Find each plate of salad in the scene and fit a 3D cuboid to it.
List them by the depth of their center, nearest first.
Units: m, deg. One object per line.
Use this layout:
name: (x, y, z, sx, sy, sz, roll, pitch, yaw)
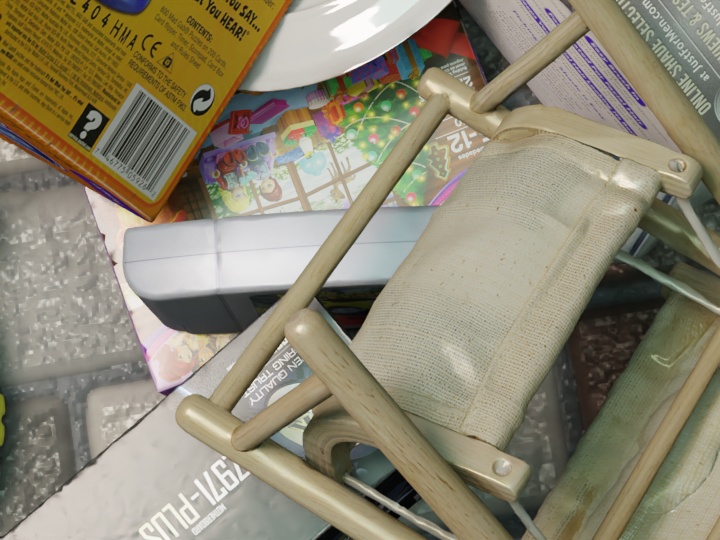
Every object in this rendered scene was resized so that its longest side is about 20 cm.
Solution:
plate of salad: (-0.013, -0.163, 1.070, 0.199, 0.048, 0.201, -16, 52, 21)

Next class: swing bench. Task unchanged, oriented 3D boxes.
swing bench: (0.077, 0.031, 0.848, 0.200, 0.130, 0.199, 40, 61, -7)

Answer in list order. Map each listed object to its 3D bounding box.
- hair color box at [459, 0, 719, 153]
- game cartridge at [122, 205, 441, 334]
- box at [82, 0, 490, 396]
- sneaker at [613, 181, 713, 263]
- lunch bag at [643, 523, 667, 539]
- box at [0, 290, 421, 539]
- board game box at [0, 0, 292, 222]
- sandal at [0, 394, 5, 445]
hair color box: (0.113, -0.110, 0.992, 0.065, 0.200, 0.109, -42, 104, -4)
game cartridge: (0.000, 0.000, 0.991, 0.198, 0.133, 0.041, -3, 77, 2)
box: (-0.026, -0.039, 1.083, 0.199, 0.039, 0.138, -21, 83, 0)
sneaker: (0.192, -0.071, 1.059, 0.071, 0.073, 0.200, 42, 88, 6)
lunch bag: (0.080, 0.178, 0.933, 0.075, 0.160, 0.200, 41, 91, 1)
box: (-0.050, 0.102, 0.985, 0.164, 0.200, 0.086, -41, 80, -3)
board game box: (-0.154, -0.179, 0.994, 0.199, 0.200, 0.201, 29, 84, 36)
sandal: (-0.214, 0.019, 1.064, 0.079, 0.087, 0.202, -9, 84, 0)
